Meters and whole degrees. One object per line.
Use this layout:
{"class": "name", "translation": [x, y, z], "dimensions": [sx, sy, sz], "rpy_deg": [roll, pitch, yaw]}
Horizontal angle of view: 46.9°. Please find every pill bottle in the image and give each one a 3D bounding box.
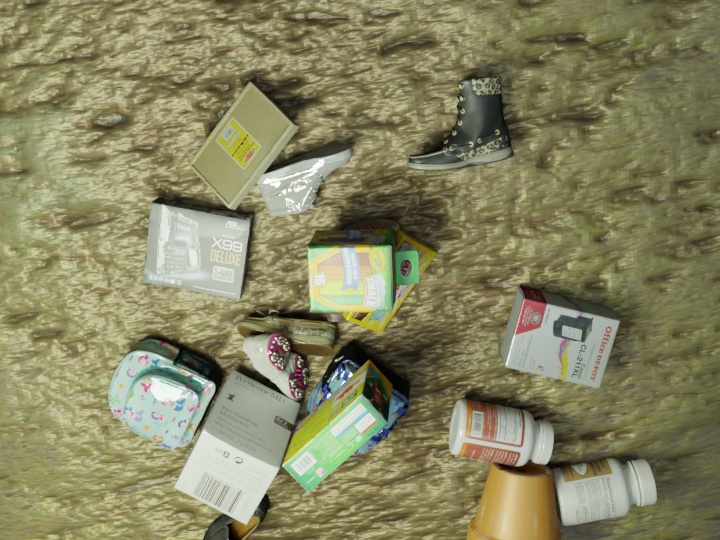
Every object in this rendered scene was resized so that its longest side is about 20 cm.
{"class": "pill bottle", "translation": [0.283, 0.331, 1.673], "dimensions": [0.195, 0.112, 0.115], "rpy_deg": [11, 106, -3]}
{"class": "pill bottle", "translation": [0.496, 0.448, 1.701], "dimensions": [0.195, 0.115, 0.117], "rpy_deg": [-11, 106, 4]}

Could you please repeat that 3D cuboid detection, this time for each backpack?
{"class": "backpack", "translation": [-0.016, 0.278, 1.654], "dimensions": [0.181, 0.135, 0.202], "rpy_deg": [35, 106, -8]}
{"class": "backpack", "translation": [-0.398, 0.243, 1.648], "dimensions": [0.197, 0.151, 0.180], "rpy_deg": [29, 106, -2]}

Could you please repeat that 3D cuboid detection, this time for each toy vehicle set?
{"class": "toy vehicle set", "translation": [-0.219, -0.232, 1.544], "dimensions": [0.124, 0.026, 0.201], "rpy_deg": [45, 103, 15]}

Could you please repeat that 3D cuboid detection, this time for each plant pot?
{"class": "plant pot", "translation": [0.320, 0.490, 1.683], "dimensions": [0.195, 0.200, 0.189], "rpy_deg": [6, 94, -1]}

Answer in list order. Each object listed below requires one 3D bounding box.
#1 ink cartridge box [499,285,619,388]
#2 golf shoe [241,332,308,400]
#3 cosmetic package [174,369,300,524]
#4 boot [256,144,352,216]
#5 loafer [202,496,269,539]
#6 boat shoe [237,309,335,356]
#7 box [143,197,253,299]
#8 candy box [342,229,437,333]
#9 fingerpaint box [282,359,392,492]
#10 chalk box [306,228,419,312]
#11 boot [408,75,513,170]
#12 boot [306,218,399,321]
{"class": "ink cartridge box", "translation": [0.390, 0.130, 1.631], "dimensions": [0.195, 0.083, 0.149], "rpy_deg": [12, 105, -2]}
{"class": "golf shoe", "translation": [-0.167, 0.186, 1.644], "dimensions": [0.089, 0.076, 0.202], "rpy_deg": [6, 142, 26]}
{"class": "cosmetic package", "translation": [-0.236, 0.341, 1.625], "dimensions": [0.162, 0.201, 0.167], "rpy_deg": [27, 119, -6]}
{"class": "boot", "translation": [-0.096, -0.167, 1.570], "dimensions": [0.195, 0.074, 0.097], "rpy_deg": [-15, 111, 14]}
{"class": "loafer", "translation": [-0.276, 0.557, 1.766], "dimensions": [0.072, 0.072, 0.201], "rpy_deg": [39, 103, -11]}
{"class": "boat shoe", "translation": [-0.146, 0.121, 1.652], "dimensions": [0.195, 0.064, 0.074], "rpy_deg": [13, 150, -6]}
{"class": "box", "translation": [-0.314, -0.042, 1.611], "dimensions": [0.195, 0.050, 0.162], "rpy_deg": [11, 105, -2]}
{"class": "candy box", "translation": [0.057, 0.025, 1.613], "dimensions": [0.101, 0.026, 0.202], "rpy_deg": [21, 108, -42]}
{"class": "fingerpaint box", "translation": [-0.036, 0.278, 1.497], "dimensions": [0.200, 0.167, 0.073], "rpy_deg": [-43, 97, 13]}
{"class": "chalk box", "translation": [0.009, -0.001, 1.505], "dimensions": [0.194, 0.124, 0.128], "rpy_deg": [-1, 106, 7]}
{"class": "boot", "translation": [0.178, -0.269, 1.531], "dimensions": [0.198, 0.074, 0.158], "rpy_deg": [-8, 103, -1]}
{"class": "boot", "translation": [0.000, 0.000, 1.623], "dimensions": [0.195, 0.073, 0.169], "rpy_deg": [-19, 118, 2]}
